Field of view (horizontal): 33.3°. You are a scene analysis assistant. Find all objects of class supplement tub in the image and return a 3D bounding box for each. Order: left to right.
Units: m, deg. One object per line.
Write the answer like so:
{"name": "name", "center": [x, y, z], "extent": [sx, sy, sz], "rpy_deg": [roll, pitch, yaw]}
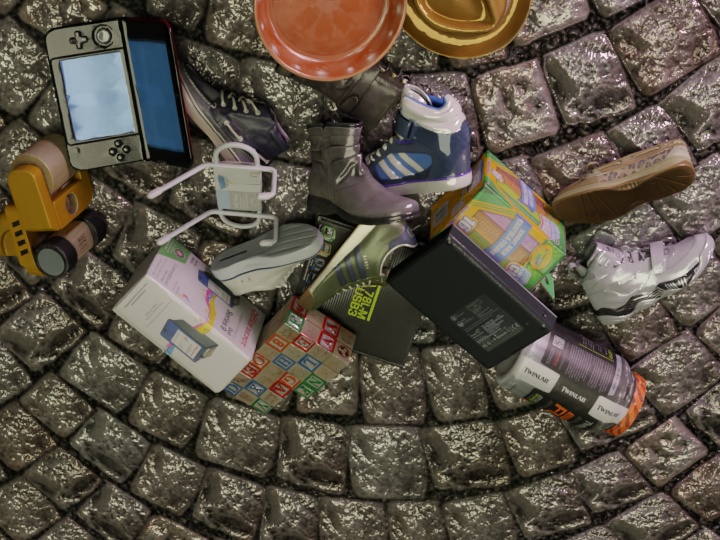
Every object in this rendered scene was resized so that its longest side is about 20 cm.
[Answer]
{"name": "supplement tub", "center": [0.309, 0.156, 1.767], "extent": [0.198, 0.123, 0.123], "rpy_deg": [27, 117, -6]}

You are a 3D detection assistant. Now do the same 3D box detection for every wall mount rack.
{"name": "wall mount rack", "center": [-0.201, -0.093, 1.678], "extent": [0.171, 0.075, 0.201], "rpy_deg": [3, 147, 0]}

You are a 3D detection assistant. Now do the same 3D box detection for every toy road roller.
{"name": "toy road roller", "center": [-0.471, -0.089, 1.741], "extent": [0.144, 0.123, 0.202], "rpy_deg": [1, 118, 19]}

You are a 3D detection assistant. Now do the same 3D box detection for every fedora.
{"name": "fedora", "center": [0.126, -0.358, 1.552], "extent": [0.198, 0.082, 0.203], "rpy_deg": [3, 118, 5]}

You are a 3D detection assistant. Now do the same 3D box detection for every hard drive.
{"name": "hard drive", "center": [0.150, 0.039, 1.647], "extent": [0.200, 0.033, 0.139], "rpy_deg": [40, 134, -14]}

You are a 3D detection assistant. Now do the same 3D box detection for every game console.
{"name": "game console", "center": [-0.328, -0.233, 1.632], "extent": [0.170, 0.119, 0.203], "rpy_deg": [-10, 109, -9]}

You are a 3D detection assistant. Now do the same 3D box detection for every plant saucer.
{"name": "plant saucer", "center": [-0.039, -0.340, 1.527], "extent": [0.198, 0.032, 0.203], "rpy_deg": [-6, 119, -11]}

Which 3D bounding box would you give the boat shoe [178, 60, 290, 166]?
{"name": "boat shoe", "center": [-0.178, -0.224, 1.668], "extent": [0.092, 0.075, 0.201], "rpy_deg": [-29, 119, 14]}

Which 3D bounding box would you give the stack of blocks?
{"name": "stack of blocks", "center": [-0.110, 0.137, 1.810], "extent": [0.115, 0.059, 0.200], "rpy_deg": [33, 133, -16]}

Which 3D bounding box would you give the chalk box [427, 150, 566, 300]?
{"name": "chalk box", "center": [0.207, -0.042, 1.680], "extent": [0.199, 0.125, 0.124], "rpy_deg": [38, 115, -14]}

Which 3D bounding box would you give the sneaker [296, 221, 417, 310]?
{"name": "sneaker", "center": [0.000, 0.000, 1.703], "extent": [0.090, 0.067, 0.201], "rpy_deg": [39, 109, -4]}

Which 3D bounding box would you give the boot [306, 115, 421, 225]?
{"name": "boot", "center": [-0.004, -0.135, 1.609], "extent": [0.198, 0.069, 0.133], "rpy_deg": [12, 108, 39]}

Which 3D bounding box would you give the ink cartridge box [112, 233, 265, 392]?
{"name": "ink cartridge box", "center": [-0.246, 0.063, 1.773], "extent": [0.200, 0.146, 0.087], "rpy_deg": [42, 112, -13]}

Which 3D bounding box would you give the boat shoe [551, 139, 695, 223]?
{"name": "boat shoe", "center": [0.360, -0.122, 1.664], "extent": [0.198, 0.063, 0.073], "rpy_deg": [-16, 140, 17]}

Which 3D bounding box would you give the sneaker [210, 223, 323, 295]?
{"name": "sneaker", "center": [-0.125, -0.014, 1.758], "extent": [0.198, 0.074, 0.071], "rpy_deg": [-14, 131, 36]}

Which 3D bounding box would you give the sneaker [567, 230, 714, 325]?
{"name": "sneaker", "center": [0.392, -0.014, 1.698], "extent": [0.199, 0.075, 0.115], "rpy_deg": [-35, 111, 25]}

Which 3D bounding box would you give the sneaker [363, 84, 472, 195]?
{"name": "sneaker", "center": [0.056, -0.182, 1.647], "extent": [0.198, 0.081, 0.148], "rpy_deg": [-1, 111, 28]}

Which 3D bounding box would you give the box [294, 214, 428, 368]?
{"name": "box", "center": [0.005, 0.026, 1.781], "extent": [0.191, 0.048, 0.202], "rpy_deg": [20, 118, 1]}

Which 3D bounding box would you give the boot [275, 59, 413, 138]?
{"name": "boot", "center": [-0.003, -0.295, 1.618], "extent": [0.173, 0.070, 0.201], "rpy_deg": [28, 121, -14]}
